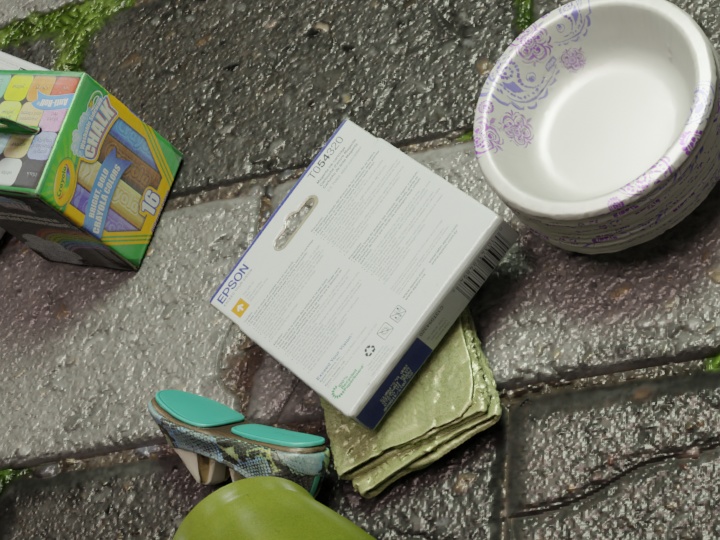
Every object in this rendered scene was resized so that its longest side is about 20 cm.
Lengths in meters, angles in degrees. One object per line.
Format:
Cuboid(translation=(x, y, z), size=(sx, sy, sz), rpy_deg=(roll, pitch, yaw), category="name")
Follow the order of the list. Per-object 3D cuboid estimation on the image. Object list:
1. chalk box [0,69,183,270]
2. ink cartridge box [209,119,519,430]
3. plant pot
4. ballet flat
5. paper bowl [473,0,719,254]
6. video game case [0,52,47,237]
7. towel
Cuboid(translation=(-0.277, -0.101, 1.868), size=(0.124, 0.200, 0.124), rpy_deg=(7, 68, 35), category="chalk box")
Cuboid(translation=(0.000, 0.000, 1.690), size=(0.196, 0.043, 0.200), rpy_deg=(-53, 47, -1), category="ink cartridge box")
Cuboid(translation=(-0.050, 0.253, 1.542), size=(0.200, 0.200, 0.193), rpy_deg=(-45, 37, 2), category="plant pot")
Cuboid(translation=(-0.106, 0.150, 1.704), size=(0.200, 0.074, 0.074), rpy_deg=(16, 73, 47), category="ballet flat")
Cuboid(translation=(0.197, -0.107, 1.633), size=(0.200, 0.104, 0.201), rpy_deg=(-16, 56, 24), category="paper bowl")
Cuboid(translation=(-0.384, -0.127, 2.045), size=(0.200, 0.045, 0.181), rpy_deg=(23, 76, 39), category="video game case")
Cuboid(translation=(0.030, 0.072, 1.681), size=(0.148, 0.036, 0.200), rpy_deg=(-29, 52, 17), category="towel")
